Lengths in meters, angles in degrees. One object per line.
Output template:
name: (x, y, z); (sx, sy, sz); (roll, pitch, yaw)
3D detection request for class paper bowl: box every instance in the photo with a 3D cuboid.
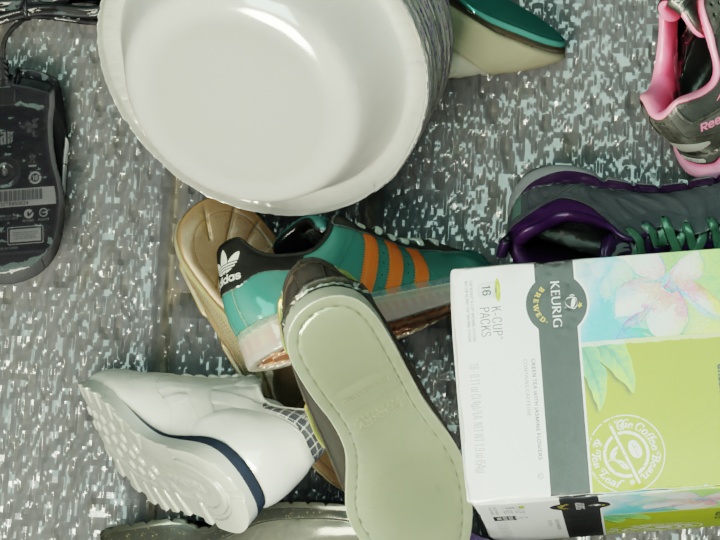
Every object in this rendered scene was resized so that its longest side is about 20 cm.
paper bowl: (-0.054, -0.121, 1.427); (0.199, 0.202, 0.105); (16, 39, 9)

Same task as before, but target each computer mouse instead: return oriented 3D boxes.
computer mouse: (-0.191, -0.088, 1.575); (0.139, 0.046, 0.201); (-9, 73, 0)

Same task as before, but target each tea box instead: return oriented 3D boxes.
tea box: (0.157, 0.072, 1.419); (0.195, 0.200, 0.135); (-6, 78, 6)

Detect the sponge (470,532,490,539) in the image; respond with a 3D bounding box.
sponge: (0.019, 0.244, 1.489); (0.111, 0.030, 0.201); (24, 82, 11)

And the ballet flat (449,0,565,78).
ballet flat: (0.036, -0.154, 1.511); (0.199, 0.069, 0.070); (25, 80, -34)

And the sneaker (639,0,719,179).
sneaker: (0.218, -0.160, 1.504); (0.079, 0.095, 0.201); (7, 76, 45)

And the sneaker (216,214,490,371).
sneaker: (0.000, 0.000, 1.469); (0.071, 0.199, 0.080); (-32, 75, 43)

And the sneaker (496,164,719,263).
sneaker: (0.180, -0.012, 1.483); (0.198, 0.088, 0.075); (3, 116, 13)

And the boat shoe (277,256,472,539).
boat shoe: (0.009, 0.082, 1.393); (0.071, 0.061, 0.202); (-22, 120, -1)

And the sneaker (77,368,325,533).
sneaker: (-0.094, 0.093, 1.479); (0.080, 0.077, 0.200); (-39, 33, -22)

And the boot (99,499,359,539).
boot: (-0.061, 0.206, 1.483); (0.199, 0.068, 0.132); (-11, 80, 21)

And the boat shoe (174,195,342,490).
boat shoe: (-0.044, 0.044, 1.519); (0.071, 0.064, 0.201); (-32, 93, -14)
